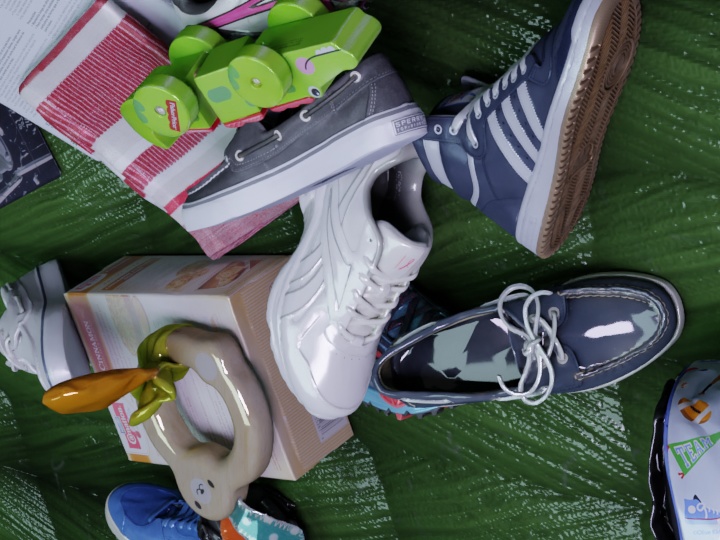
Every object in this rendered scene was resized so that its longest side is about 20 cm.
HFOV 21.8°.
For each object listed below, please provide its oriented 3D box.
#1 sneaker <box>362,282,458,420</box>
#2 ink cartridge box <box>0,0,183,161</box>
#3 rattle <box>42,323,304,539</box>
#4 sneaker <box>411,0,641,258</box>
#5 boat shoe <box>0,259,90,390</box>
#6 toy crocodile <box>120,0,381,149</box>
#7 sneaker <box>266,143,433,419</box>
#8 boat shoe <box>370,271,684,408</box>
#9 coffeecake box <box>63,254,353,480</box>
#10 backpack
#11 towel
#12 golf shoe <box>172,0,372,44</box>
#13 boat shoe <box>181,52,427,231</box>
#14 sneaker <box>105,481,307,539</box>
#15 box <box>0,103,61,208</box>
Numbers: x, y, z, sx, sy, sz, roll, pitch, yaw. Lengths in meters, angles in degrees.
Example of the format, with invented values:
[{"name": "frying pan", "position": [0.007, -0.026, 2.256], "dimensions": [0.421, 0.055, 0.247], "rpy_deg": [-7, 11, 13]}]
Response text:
[{"name": "sneaker", "position": [0.016, 0.043, 1.283], "dimensions": [0.200, 0.079, 0.096], "rpy_deg": [4, 116, 43]}, {"name": "ink cartridge box", "position": [-0.230, -0.186, 1.338], "dimensions": [0.200, 0.043, 0.196], "rpy_deg": [32, 142, -12]}, {"name": "rattle", "position": [-0.129, 0.150, 1.343], "dimensions": [0.130, 0.143, 0.201], "rpy_deg": [1, 110, 24]}, {"name": "sneaker", "position": [0.093, -0.106, 1.109], "dimensions": [0.108, 0.070, 0.200], "rpy_deg": [34, 139, 21]}, {"name": "boat shoe", "position": [-0.257, 0.056, 1.494], "dimensions": [0.200, 0.065, 0.074], "rpy_deg": [-120, 11, -69]}, {"name": "toy crocodile", "position": [-0.070, -0.115, 1.122], "dimensions": [0.200, 0.068, 0.062], "rpy_deg": [-12, 125, 36]}, {"name": "sneaker", "position": [0.000, 0.000, 1.207], "dimensions": [0.099, 0.078, 0.201], "rpy_deg": [10, 94, 52]}, {"name": "boat shoe", "position": [0.101, 0.046, 1.167], "dimensions": [0.199, 0.062, 0.075], "rpy_deg": [-9, 89, 25]}, {"name": "coffeecake box", "position": [-0.119, 0.071, 1.440], "dimensions": [0.200, 0.073, 0.154], "rpy_deg": [0, 116, 45]}, {"name": "backpack", "position": [0.234, 0.141, 1.055], "dimensions": [0.154, 0.200, 0.191], "rpy_deg": [-15, 99, 17]}, {"name": "towel", "position": [-0.139, -0.097, 1.333], "dimensions": [0.200, 0.023, 0.144], "rpy_deg": [40, 142, -14]}, {"name": "golf shoe", "position": [-0.035, -0.187, 1.140], "dimensions": [0.200, 0.073, 0.092], "rpy_deg": [-34, 106, 31]}, {"name": "boat shoe", "position": [-0.046, -0.081, 1.164], "dimensions": [0.200, 0.070, 0.066], "rpy_deg": [-22, 89, 44]}, {"name": "sneaker", "position": [-0.125, 0.204, 1.532], "dimensions": [0.200, 0.077, 0.111], "rpy_deg": [28, 140, 23]}, {"name": "box", "position": [-0.380, -0.111, 1.479], "dimensions": [0.124, 0.196, 0.200], "rpy_deg": [-16, 105, 48]}]
